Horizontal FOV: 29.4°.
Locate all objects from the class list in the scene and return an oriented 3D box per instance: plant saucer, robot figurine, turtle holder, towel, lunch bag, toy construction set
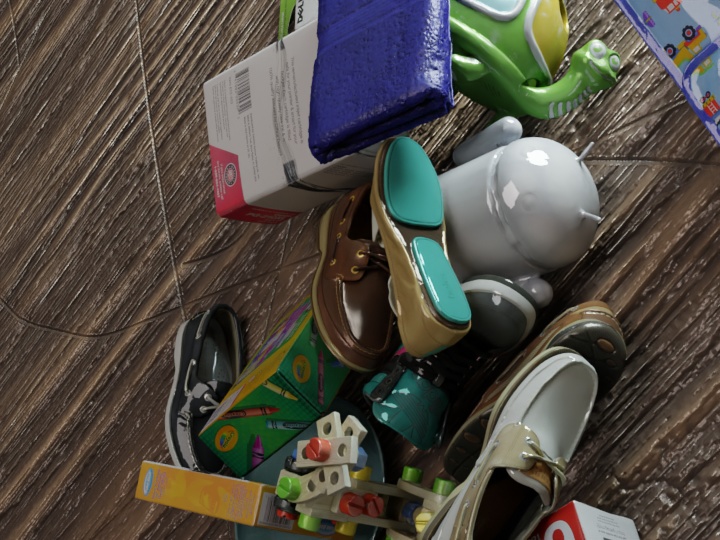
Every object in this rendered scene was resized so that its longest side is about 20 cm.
[{"bbox_3d":[-0.039,0.217,1.278,0.200,0.036,0.201,-21,59,40],"label":"plant saucer"},{"bbox_3d":[0.119,-0.043,1.167,0.200,0.113,0.170,-22,72,39],"label":"robot figurine"},{"bbox_3d":[0.126,-0.209,1.218,0.132,0.141,0.185,-52,34,-7],"label":"turtle holder"},{"bbox_3d":[0.022,-0.195,1.168,0.147,0.050,0.200,-22,51,37],"label":"towel"},{"bbox_3d":[0.316,-0.177,1.055,0.151,0.094,0.200,-40,60,26],"label":"lunch bag"},{"bbox_3d":[0.008,0.186,1.117,0.131,0.200,0.092,12,71,49],"label":"toy construction set"}]

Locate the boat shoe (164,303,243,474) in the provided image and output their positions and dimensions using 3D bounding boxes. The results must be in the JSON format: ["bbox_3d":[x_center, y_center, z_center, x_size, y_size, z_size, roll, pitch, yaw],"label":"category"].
[{"bbox_3d":[-0.156,0.126,1.414,0.060,0.075,0.200,-35,50,39],"label":"boat shoe"}]

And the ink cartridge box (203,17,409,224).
[{"bbox_3d":[-0.054,-0.144,1.324,0.200,0.084,0.145,-21,71,42],"label":"ink cartridge box"}]

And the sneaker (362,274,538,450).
[{"bbox_3d":[0.065,0.084,1.133,0.121,0.084,0.200,-59,7,-30],"label":"sneaker"}]

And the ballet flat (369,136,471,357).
[{"bbox_3d":[0.036,-0.019,1.110,0.063,0.068,0.200,-46,42,39],"label":"ballet flat"}]

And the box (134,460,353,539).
[{"bbox_3d":[-0.111,0.207,1.241,0.200,0.119,0.042,-2,74,47],"label":"box"}]

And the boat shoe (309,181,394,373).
[{"bbox_3d":[0.000,0.000,1.226,0.068,0.072,0.200,-49,30,38],"label":"boat shoe"}]

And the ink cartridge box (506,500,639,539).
[{"bbox_3d":[0.131,0.299,1.022,0.200,0.084,0.176,-38,48,29],"label":"ink cartridge box"}]

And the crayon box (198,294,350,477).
[{"bbox_3d":[-0.056,0.085,1.250,0.119,0.058,0.200,-40,9,34],"label":"crayon box"}]

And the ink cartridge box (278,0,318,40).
[{"bbox_3d":[-0.043,-0.304,1.485,0.200,0.076,0.148,-19,59,39],"label":"ink cartridge box"}]

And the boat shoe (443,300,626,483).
[{"bbox_3d":[0.145,0.102,1.116,0.200,0.076,0.074,-47,12,31],"label":"boat shoe"}]

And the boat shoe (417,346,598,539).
[{"bbox_3d":[0.121,0.149,1.010,0.200,0.075,0.068,-59,18,-7],"label":"boat shoe"}]
